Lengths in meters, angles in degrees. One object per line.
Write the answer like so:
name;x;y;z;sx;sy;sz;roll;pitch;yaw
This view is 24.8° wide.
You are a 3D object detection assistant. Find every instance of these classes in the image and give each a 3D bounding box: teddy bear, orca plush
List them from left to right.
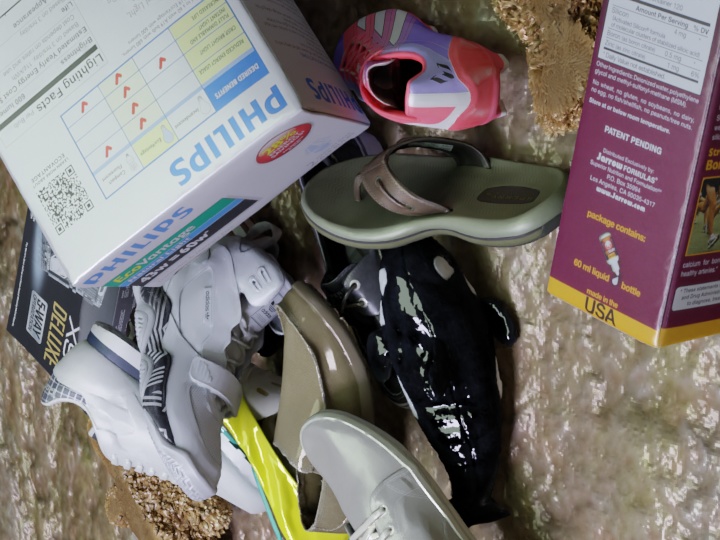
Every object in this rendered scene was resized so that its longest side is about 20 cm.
teddy bear;-0.157;0.202;1.358;0.201;0.066;0.145;61;146;15
orca plush;0.044;0.079;1.065;0.104;0.071;0.203;4;101;20
teddy bear;0.126;-0.180;0.962;0.145;0.066;0.202;-43;57;40

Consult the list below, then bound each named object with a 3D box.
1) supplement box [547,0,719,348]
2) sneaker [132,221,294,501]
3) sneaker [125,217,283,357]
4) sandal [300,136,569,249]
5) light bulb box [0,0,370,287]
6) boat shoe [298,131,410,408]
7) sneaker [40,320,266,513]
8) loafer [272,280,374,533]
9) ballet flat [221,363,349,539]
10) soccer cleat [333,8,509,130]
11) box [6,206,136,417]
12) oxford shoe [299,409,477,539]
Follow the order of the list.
supplement box;0.180;-0.073;0.871;0.085;0.110;0.202;28;117;44
sneaker;-0.094;0.056;1.155;0.114;0.075;0.202;-17;60;10
sneaker;-0.113;0.044;1.274;0.116;0.075;0.201;46;133;24
sandal;0.046;-0.059;1.046;0.199;0.080;0.058;1;136;37
light bulb box;-0.135;-0.124;1.066;0.197;0.125;0.201;-35;77;17
boat shoe;0.000;0.000;1.133;0.070;0.066;0.203;-18;83;50
sneaker;-0.152;0.129;1.271;0.200;0.081;0.076;41;174;-4
loafer;-0.028;0.105;1.139;0.076;0.067;0.202;35;143;62
ballet flat;-0.063;0.122;1.223;0.067;0.067;0.201;-30;87;17
soccer cleat;0.020;-0.130;1.058;0.200;0.076;0.068;29;120;58
box;-0.237;0.004;1.428;0.157;0.049;0.202;39;125;38
oxford shoe;0.025;0.172;1.057;0.200;0.057;0.075;49;140;15
